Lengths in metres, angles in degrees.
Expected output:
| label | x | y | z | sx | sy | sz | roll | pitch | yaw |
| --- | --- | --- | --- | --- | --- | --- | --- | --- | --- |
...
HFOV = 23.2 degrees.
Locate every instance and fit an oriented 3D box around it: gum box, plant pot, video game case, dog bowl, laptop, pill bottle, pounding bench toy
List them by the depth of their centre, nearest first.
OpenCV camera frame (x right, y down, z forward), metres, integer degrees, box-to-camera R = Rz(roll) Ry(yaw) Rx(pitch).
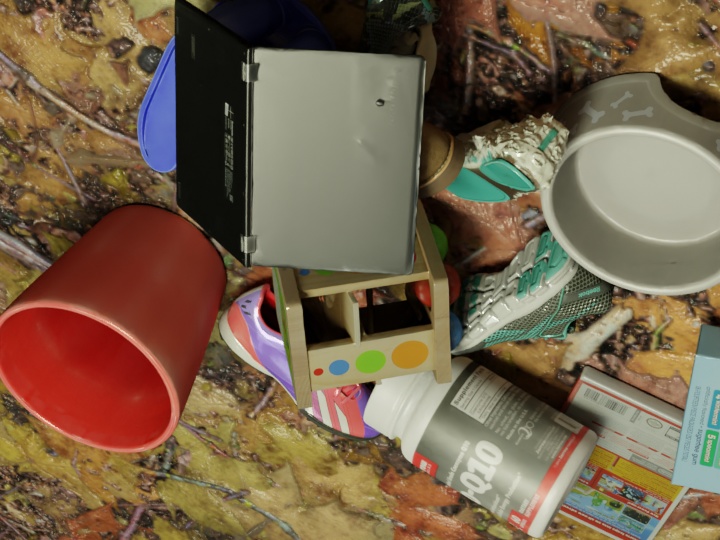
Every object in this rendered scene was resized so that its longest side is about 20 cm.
| label | x | y | z | sx | sy | sz | roll | pitch | yaw |
| --- | --- | --- | --- | --- | --- | --- | --- | --- | --- |
| laptop | -0.055 | -0.107 | 1.398 | 0.200 | 0.116 | 0.187 | 38 | 134 | 48 |
| dog bowl | 0.237 | -0.062 | 1.419 | 0.200 | 0.059 | 0.200 | 15 | 137 | 15 |
| gum box | 0.384 | 0.139 | 1.534 | 0.200 | 0.045 | 0.170 | 11 | 134 | 11 |
| pounding bench toy | 0.000 | 0.000 | 1.567 | 0.156 | 0.200 | 0.124 | -10 | 132 | -6 |
| pill bottle | 0.110 | 0.153 | 1.643 | 0.200 | 0.114 | 0.114 | 30 | 139 | 12 |
| plant pot | -0.228 | 0.045 | 1.681 | 0.200 | 0.177 | 0.201 | 15 | 137 | 14 |
| video game case | 0.246 | 0.184 | 1.685 | 0.143 | 0.017 | 0.200 | 25 | 137 | 4 |

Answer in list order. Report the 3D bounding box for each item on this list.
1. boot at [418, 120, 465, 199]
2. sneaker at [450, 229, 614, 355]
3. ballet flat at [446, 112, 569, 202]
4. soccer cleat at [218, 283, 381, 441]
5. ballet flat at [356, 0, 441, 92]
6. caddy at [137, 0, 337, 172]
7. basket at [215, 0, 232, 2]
| label | x | y | z | sx | sy | sz | roll | pitch | yaw |
| --- | --- | --- | --- | --- | --- | --- | --- | --- | --- |
| boot | -0.011 | -0.080 | 1.443 | 0.075 | 0.074 | 0.200 | 32 | 140 | -33 |
| sneaker | 0.147 | 0.039 | 1.558 | 0.091 | 0.078 | 0.200 | 28 | 148 | -22 |
| ballet flat | 0.119 | -0.094 | 1.428 | 0.072 | 0.072 | 0.200 | 42 | 169 | -15 |
| soccer cleat | -0.046 | 0.092 | 1.717 | 0.200 | 0.068 | 0.073 | 40 | 133 | -9 |
| ballet flat | 0.024 | -0.150 | 1.429 | 0.074 | 0.074 | 0.200 | 21 | 139 | 8 |
| caddy | -0.098 | -0.143 | 1.483 | 0.141 | 0.105 | 0.200 | 39 | 128 | 11 |
| basket | -0.116 | -0.280 | 1.309 | 0.200 | 0.143 | 0.149 | -27 | 100 | 43 |
